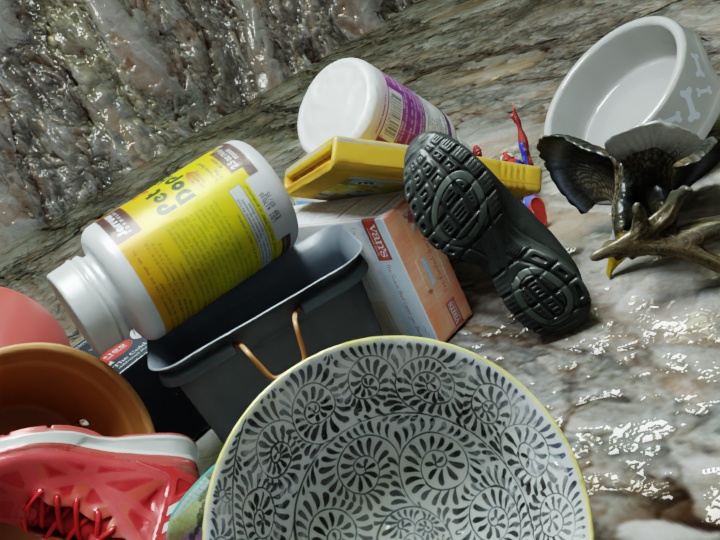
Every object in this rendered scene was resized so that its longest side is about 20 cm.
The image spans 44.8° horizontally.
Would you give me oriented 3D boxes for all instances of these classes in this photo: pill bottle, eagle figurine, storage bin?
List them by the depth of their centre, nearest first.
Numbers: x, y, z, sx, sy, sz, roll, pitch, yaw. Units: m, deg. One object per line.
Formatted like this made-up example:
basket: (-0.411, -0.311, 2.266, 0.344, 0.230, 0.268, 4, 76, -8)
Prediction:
eagle figurine: (0.231, -0.067, 0.733, 0.151, 0.151, 0.201, -40, 17, 29)
pill bottle: (-0.157, -0.017, 0.741, 0.199, 0.110, 0.109, -36, 21, -21)
storage bin: (-0.061, 0.075, 0.749, 0.198, 0.136, 0.146, -30, 20, -5)
pill bottle: (0.035, -0.139, 0.945, 0.111, 0.199, 0.114, -16, 65, 38)

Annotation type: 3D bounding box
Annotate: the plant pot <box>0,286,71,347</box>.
plant pot: (-0.458, 0.148, 1.031, 0.198, 0.202, 0.178, -23, 30, 12)

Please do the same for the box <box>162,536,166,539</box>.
box: (-0.059, 0.192, 0.589, 0.199, 0.049, 0.158, -38, 22, -25)

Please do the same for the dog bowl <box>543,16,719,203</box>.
dog bowl: (0.271, -0.170, 0.895, 0.200, 0.058, 0.202, -40, 31, 31)

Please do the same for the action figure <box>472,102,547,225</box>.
action figure: (0.165, -0.118, 0.988, 0.064, 0.100, 0.201, -21, 19, 14)

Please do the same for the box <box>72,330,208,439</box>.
box: (-0.194, 0.086, 0.941, 0.199, 0.105, 0.181, -40, 22, -31)

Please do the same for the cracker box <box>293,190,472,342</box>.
cracker box: (0.000, 0.000, 0.852, 0.058, 0.135, 0.198, -39, 23, -33)

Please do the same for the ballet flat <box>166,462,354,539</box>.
ballet flat: (-0.031, 0.127, 0.561, 0.199, 0.070, 0.071, -35, 41, -20)

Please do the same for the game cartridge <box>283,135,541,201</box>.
game cartridge: (0.042, -0.082, 0.823, 0.197, 0.033, 0.176, 7, -5, -18)

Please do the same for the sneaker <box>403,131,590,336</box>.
sneaker: (0.111, -0.035, 0.730, 0.076, 0.201, 0.091, -39, 5, 23)

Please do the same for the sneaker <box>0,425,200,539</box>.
sneaker: (-0.203, 0.182, 0.644, 0.197, 0.079, 0.116, -1, 44, -28)

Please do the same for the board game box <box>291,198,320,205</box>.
board game box: (-0.075, -0.031, 1.057, 0.199, 0.034, 0.138, 8, 83, 59)

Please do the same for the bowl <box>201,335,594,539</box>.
bowl: (0.019, 0.147, 0.479, 0.197, 0.095, 0.204, -1, 60, 2)

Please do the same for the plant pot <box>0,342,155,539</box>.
plant pot: (-0.286, 0.174, 0.751, 0.200, 0.201, 0.140, -40, 6, -31)
